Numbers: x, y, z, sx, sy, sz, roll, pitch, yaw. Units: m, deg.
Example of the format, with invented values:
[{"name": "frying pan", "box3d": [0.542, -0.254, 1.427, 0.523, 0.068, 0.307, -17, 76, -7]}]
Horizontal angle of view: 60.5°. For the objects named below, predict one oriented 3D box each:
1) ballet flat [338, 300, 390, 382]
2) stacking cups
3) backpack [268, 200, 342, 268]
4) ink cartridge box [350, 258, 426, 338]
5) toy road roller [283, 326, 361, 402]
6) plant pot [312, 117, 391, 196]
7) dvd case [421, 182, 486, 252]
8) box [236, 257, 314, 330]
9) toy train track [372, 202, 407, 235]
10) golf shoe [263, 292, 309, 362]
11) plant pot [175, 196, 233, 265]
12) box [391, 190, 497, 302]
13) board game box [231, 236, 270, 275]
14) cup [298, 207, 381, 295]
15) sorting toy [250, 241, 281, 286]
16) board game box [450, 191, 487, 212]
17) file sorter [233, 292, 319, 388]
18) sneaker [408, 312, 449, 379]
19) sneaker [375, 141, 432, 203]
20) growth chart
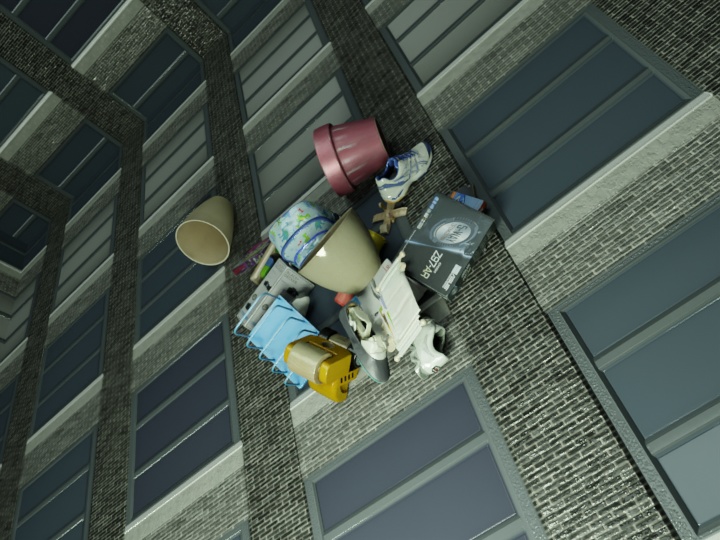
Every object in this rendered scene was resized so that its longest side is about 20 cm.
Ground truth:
[{"name": "ballet flat", "box3d": [0.013, 0.148, 1.352, 0.073, 0.073, 0.202, -40, 59, 15]}, {"name": "stacking cups", "box3d": [0.000, 0.000, 1.576, 0.060, 0.060, 0.203, 19, 80, 49]}, {"name": "backpack", "box3d": [-0.131, -0.081, 1.644, 0.183, 0.199, 0.148, -42, 60, 10]}, {"name": "ink cartridge box", "box3d": [0.067, 0.056, 1.456, 0.201, 0.066, 0.116, -49, 40, 5]}, {"name": "toy road roller", "box3d": [-0.079, 0.228, 1.390, 0.121, 0.199, 0.149, 19, 107, 30]}, {"name": "plant pot", "box3d": [-0.015, -0.334, 1.733, 0.176, 0.201, 0.203, -20, 48, 12]}, {"name": "dvd case", "box3d": [0.216, -0.099, 1.459, 0.147, 0.016, 0.203, -27, 47, 29]}, {"name": "box", "box3d": [-0.232, 0.082, 1.694, 0.201, 0.116, 0.060, -52, 40, 0]}, {"name": "toy train track", "box3d": [0.077, -0.191, 1.647, 0.113, 0.032, 0.204, -11, 55, 39]}, {"name": "golf shoe", "box3d": [-0.173, 0.159, 1.629, 0.093, 0.078, 0.203, 24, 79, 29]}, {"name": "plant pot", "box3d": [-0.506, -0.157, 2.104, 0.185, 0.188, 0.202, -24, 33, 30]}, {"name": "box", "box3d": [0.185, -0.055, 1.375, 0.159, 0.044, 0.202, 31, 85, 29]}, {"name": "board game box", "box3d": [-0.302, -0.058, 1.870, 0.198, 0.033, 0.120, -26, 18, 44]}, {"name": "cup", "box3d": [-0.034, -0.027, 1.474, 0.201, 0.143, 0.201, -48, 9, 10]}, {"name": "sorting toy", "box3d": [-0.239, -0.034, 1.767, 0.036, 0.200, 0.188, 28, 82, 7]}, {"name": "board game box", "box3d": [0.204, -0.085, 1.433, 0.102, 0.019, 0.202, 27, 83, 48]}, {"name": "file sorter", "box3d": [-0.193, 0.171, 1.523, 0.199, 0.123, 0.140, 40, 92, 18]}, {"name": "sneaker", "box3d": [0.141, 0.127, 1.335, 0.088, 0.074, 0.203, -33, 53, 22]}, {"name": "sneaker", "box3d": [0.116, -0.273, 1.607, 0.074, 0.089, 0.201, 19, 65, 43]}, {"name": "growth chart", "box3d": [0.081, 0.080, 1.336, 0.145, 0.017, 0.203, -52, 42, 40]}]
